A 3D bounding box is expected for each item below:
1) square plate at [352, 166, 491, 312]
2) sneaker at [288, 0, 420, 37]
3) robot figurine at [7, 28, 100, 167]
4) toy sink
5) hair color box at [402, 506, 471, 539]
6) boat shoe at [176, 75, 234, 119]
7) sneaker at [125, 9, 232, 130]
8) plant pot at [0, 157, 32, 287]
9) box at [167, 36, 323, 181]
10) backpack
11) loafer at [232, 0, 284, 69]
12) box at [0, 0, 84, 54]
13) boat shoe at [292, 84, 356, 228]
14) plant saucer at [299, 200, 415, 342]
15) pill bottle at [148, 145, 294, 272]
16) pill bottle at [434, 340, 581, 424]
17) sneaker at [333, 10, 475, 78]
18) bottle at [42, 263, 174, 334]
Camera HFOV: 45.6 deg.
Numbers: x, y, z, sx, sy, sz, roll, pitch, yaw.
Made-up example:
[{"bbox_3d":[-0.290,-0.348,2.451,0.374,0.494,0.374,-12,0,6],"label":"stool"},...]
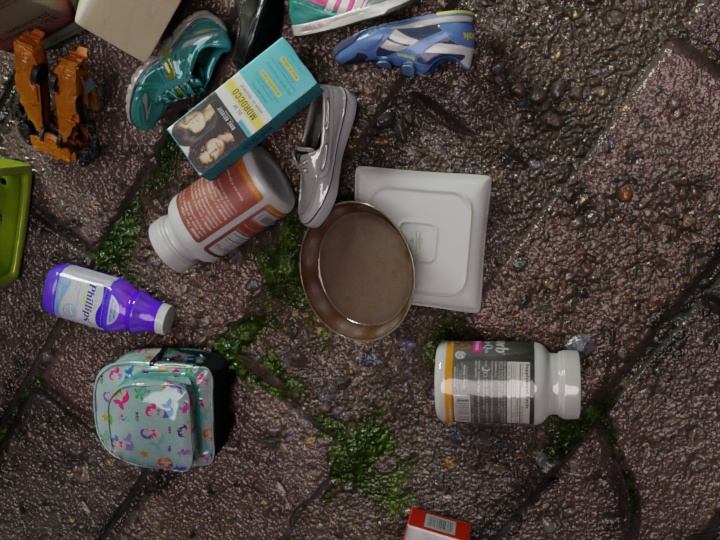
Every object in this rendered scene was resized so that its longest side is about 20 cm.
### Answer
[{"bbox_3d":[0.082,-0.042,1.232,0.196,0.028,0.202,5,103,9],"label":"square plate"},{"bbox_3d":[-0.011,-0.395,1.146,0.198,0.084,0.122,-11,110,14],"label":"sneaker"},{"bbox_3d":[-0.436,-0.239,1.235,0.144,0.058,0.201,23,140,4],"label":"robot figurine"},{"bbox_3d":[-0.307,-0.389,1.173,0.111,0.200,0.131,27,108,-27],"label":"toy sink"},{"bbox_3d":[0.102,0.481,1.330,0.101,0.061,0.202,15,104,7],"label":"hair color box"},{"bbox_3d":[-0.175,-0.242,1.210,0.198,0.075,0.066,-21,116,24],"label":"boat shoe"},{"bbox_3d":[-0.259,-0.273,1.209,0.200,0.077,0.080,-47,70,17],"label":"sneaker"},{"bbox_3d":[-0.634,-0.080,1.277,0.180,0.200,0.201,18,106,12],"label":"plant pot"},{"bbox_3d":[-0.154,-0.215,1.149,0.199,0.049,0.083,-38,83,4],"label":"box"},{"bbox_3d":[-0.309,0.211,1.308,0.198,0.151,0.179,5,105,14],"label":"backpack"},{"bbox_3d":[-0.144,-0.377,1.183,0.072,0.073,0.202,20,96,14],"label":"loafer"},{"bbox_3d":[-0.484,-0.381,1.167,0.127,0.200,0.110,-19,88,14],"label":"box"},{"bbox_3d":[-0.065,-0.162,1.203,0.065,0.073,0.202,8,98,-36],"label":"boat shoe"},{"bbox_3d":[0.000,0.000,1.226,0.199,0.034,0.202,8,104,34],"label":"plant saucer"},{"bbox_3d":[-0.202,-0.084,1.233,0.199,0.112,0.113,-31,95,15],"label":"pill bottle"},{"bbox_3d":[0.207,0.158,1.209,0.198,0.116,0.118,0,103,10],"label":"pill bottle"},{"bbox_3d":[0.060,-0.296,1.157,0.198,0.074,0.083,-7,103,13],"label":"sneaker"},{"bbox_3d":[-0.387,0.051,1.323,0.198,0.065,0.084,16,104,7],"label":"bottle"}]
